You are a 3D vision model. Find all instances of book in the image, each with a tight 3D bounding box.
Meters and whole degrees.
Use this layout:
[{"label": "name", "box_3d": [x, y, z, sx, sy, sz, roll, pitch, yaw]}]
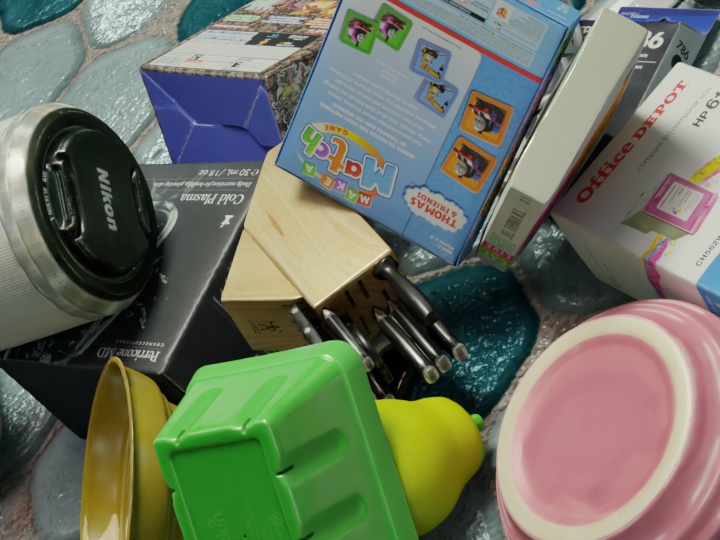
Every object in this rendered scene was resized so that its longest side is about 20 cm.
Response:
[{"label": "book", "box_3d": [0.130, -0.079, 1.340, 0.134, 0.048, 0.200, -60, -3, -13]}]

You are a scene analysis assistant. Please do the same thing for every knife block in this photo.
[{"label": "knife block", "box_3d": [0.000, 0.000, 1.420, 0.175, 0.064, 0.200, -1, 53, 23]}]

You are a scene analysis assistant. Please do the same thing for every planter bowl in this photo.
[{"label": "planter bowl", "box_3d": [-0.141, 0.163, 1.428, 0.200, 0.083, 0.201, -176, 90, -73]}]

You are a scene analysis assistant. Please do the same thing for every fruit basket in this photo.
[{"label": "fruit basket", "box_3d": [-0.016, 0.143, 1.318, 0.155, 0.216, 0.216, -12, 46, 31]}]

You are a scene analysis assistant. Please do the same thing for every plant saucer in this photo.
[{"label": "plant saucer", "box_3d": [0.157, 0.106, 1.249, 0.200, 0.051, 0.201, -26, 49, 34]}]

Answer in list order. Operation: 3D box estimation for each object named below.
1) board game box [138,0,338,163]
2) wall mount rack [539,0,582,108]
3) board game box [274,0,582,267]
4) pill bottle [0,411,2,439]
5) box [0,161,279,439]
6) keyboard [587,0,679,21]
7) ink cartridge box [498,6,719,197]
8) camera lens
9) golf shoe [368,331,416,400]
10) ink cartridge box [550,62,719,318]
[{"label": "board game box", "box_3d": [-0.046, -0.159, 1.627, 0.159, 0.097, 0.200, 10, 36, 46]}, {"label": "wall mount rack", "box_3d": [0.088, -0.200, 1.453, 0.075, 0.200, 0.174, -23, 85, 23]}, {"label": "board game box", "box_3d": [0.042, -0.121, 1.369, 0.037, 0.151, 0.200, -45, -18, -58]}, {"label": "pill bottle", "box_3d": [-0.359, 0.109, 1.679, 0.114, 0.114, 0.200, -35, 38, 8]}, {"label": "box", "box_3d": [-0.144, 0.027, 1.569, 0.200, 0.124, 0.197, 1, 56, 41]}, {"label": "keyboard", "box_3d": [0.177, -0.167, 1.574, 0.200, 0.011, 0.056, -44, 42, -3]}, {"label": "ink cartridge box", "box_3d": [0.183, -0.129, 1.500, 0.099, 0.039, 0.200, 7, 59, 44]}, {"label": "camera lens", "box_3d": [-0.263, -0.025, 1.490, 0.200, 0.160, 0.160, -18, 43, 29]}, {"label": "golf shoe", "box_3d": [-0.020, 0.111, 1.419, 0.097, 0.078, 0.200, 7, 59, 37]}, {"label": "ink cartridge box", "box_3d": [0.244, -0.037, 1.324, 0.145, 0.085, 0.200, -49, 37, -8]}]
